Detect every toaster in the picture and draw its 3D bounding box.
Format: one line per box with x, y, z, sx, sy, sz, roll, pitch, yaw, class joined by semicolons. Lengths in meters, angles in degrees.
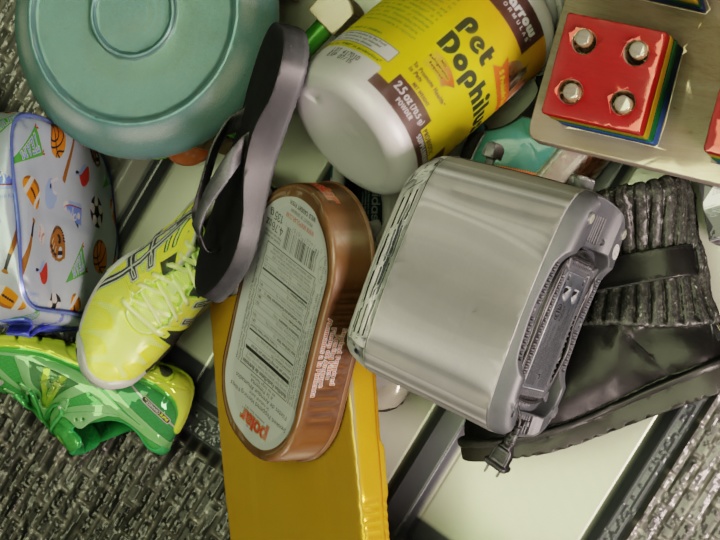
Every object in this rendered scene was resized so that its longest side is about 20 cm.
0.078;0.020;1.433;0.129;0.114;0.201;22;93;24;toaster

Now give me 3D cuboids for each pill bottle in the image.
0.057;-0.150;1.502;0.109;0.109;0.200;40;66;18;pill bottle

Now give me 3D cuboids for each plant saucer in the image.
-0.155;-0.178;1.526;0.199;0.027;0.201;-1;88;17;plant saucer

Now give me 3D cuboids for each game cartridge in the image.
-0.043;0.110;1.552;0.176;0.032;0.201;-10;84;55;game cartridge

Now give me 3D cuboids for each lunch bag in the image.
-0.240;-0.028;1.591;0.075;0.200;0.161;-5;84;16;lunch bag

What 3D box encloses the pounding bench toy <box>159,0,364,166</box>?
-0.109;-0.150;1.590;0.199;0.124;0.157;19;93;19;pounding bench toy

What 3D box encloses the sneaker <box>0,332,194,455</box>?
-0.224;0.094;1.643;0.199;0.074;0.084;10;86;20;sneaker

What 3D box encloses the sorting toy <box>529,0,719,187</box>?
0.223;-0.164;1.441;0.199;0.070;0.200;15;88;22;sorting toy

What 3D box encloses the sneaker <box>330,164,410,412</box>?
0.000;-0.001;1.556;0.070;0.093;0.201;0;86;20;sneaker

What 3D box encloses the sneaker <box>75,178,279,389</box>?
-0.134;0.000;1.579;0.075;0.076;0.200;39;79;-6;sneaker

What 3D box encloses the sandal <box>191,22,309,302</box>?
-0.085;-0.076;1.493;0.043;0.076;0.201;10;110;-20;sandal

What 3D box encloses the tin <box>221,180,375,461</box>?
-0.045;0.036;1.495;0.112;0.042;0.201;40;123;52;tin

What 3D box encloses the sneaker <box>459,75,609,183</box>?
0.091;-0.050;1.540;0.200;0.071;0.080;-46;69;-1;sneaker

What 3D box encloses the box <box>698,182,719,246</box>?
0.297;-0.129;1.479;0.157;0.050;0.201;-11;82;19;box

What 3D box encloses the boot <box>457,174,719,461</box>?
0.148;0.034;1.505;0.210;0.079;0.158;-20;87;7;boot
